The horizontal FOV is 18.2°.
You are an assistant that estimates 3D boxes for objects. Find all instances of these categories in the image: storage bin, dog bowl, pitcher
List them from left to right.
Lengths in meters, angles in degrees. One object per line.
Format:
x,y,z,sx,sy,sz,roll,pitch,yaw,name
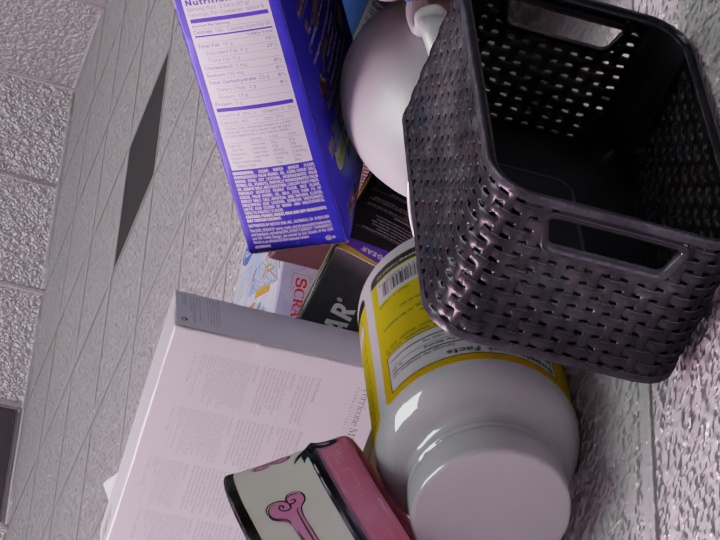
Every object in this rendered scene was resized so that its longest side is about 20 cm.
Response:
0.009,0.178,1.231,0.074,0.201,0.200,-33,19,1,dog bowl
0.049,-0.114,1.409,0.200,0.120,0.173,-106,6,-57,pitcher
0.102,-0.050,1.135,0.201,0.134,0.094,-95,23,-53,storage bin

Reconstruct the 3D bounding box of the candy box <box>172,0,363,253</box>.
-0.055,-0.141,1.478,0.170,0.076,0.201,-80,-21,-56,candy box

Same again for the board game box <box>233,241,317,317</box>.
-0.078,0.044,1.987,0.200,0.041,0.201,144,137,-70,board game box

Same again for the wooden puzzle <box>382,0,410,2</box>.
0.075,-0.227,1.424,0.200,0.184,0.047,-114,0,-65,wooden puzzle

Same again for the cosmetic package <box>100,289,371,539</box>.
-0.080,0.123,1.521,0.052,0.150,0.201,-97,24,-61,cosmetic package

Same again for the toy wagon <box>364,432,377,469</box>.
0.018,0.114,1.533,0.200,0.039,0.156,167,116,-76,toy wagon

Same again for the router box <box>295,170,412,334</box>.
0.000,0.000,1.593,0.158,0.052,0.200,-65,2,-41,router box

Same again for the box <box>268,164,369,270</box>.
-0.013,-0.103,1.799,0.101,0.074,0.201,-91,18,-45,box

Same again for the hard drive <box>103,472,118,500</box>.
-0.147,0.250,1.857,0.132,0.026,0.201,-36,72,55,hard drive

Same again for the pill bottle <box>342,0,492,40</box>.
0.037,-0.190,1.593,0.113,0.111,0.201,-91,20,-47,pill bottle

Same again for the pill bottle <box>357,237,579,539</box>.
0.060,0.073,1.244,0.200,0.112,0.113,-98,25,-57,pill bottle
